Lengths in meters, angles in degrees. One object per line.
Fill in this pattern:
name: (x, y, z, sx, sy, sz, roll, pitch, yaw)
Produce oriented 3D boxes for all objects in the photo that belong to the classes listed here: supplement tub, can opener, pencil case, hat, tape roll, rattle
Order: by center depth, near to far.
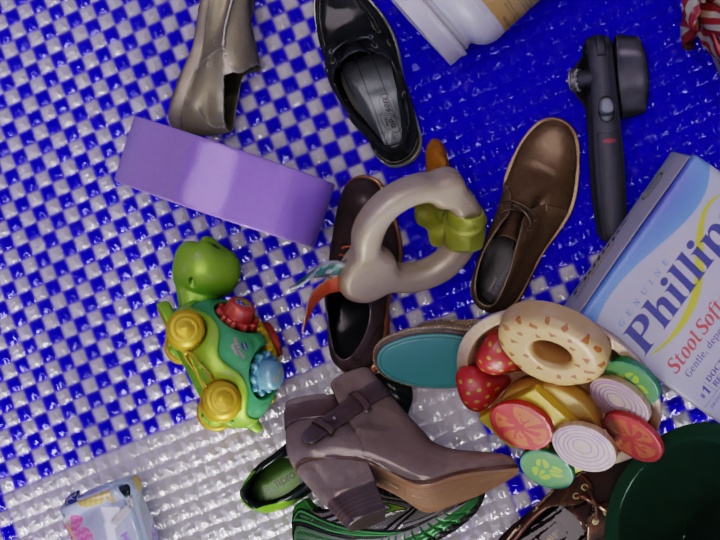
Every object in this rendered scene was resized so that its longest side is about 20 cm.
hat: (0.334, 0.252, 1.295, 0.200, 0.176, 0.166, -38, 40, 33)
supplement tub: (0.118, -0.304, 1.334, 0.200, 0.144, 0.144, -42, 82, 7)
rattle: (0.007, -0.041, 1.337, 0.200, 0.130, 0.143, -33, 58, 6)
tape roll: (-0.128, -0.084, 1.347, 0.200, 0.200, 0.066, 19, 93, 11)
can opener: (0.234, -0.125, 1.348, 0.078, 0.063, 0.201, 0, 88, 10)
pencil case: (-0.224, 0.304, 1.416, 0.091, 0.083, 0.201, -24, 85, 32)

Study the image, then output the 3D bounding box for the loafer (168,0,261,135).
loafer: (-0.129, -0.224, 1.419, 0.068, 0.076, 0.201, 21, 102, 9)

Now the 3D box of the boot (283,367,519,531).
boot: (0.030, 0.155, 1.327, 0.199, 0.070, 0.146, -12, 55, -22)

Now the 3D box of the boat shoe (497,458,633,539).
boat shoe: (0.206, 0.232, 1.343, 0.200, 0.070, 0.070, -43, 80, 6)

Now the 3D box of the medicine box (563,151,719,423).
medicine box: (0.318, 0.022, 1.291, 0.200, 0.103, 0.182, 34, 95, -4)

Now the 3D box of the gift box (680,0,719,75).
gift box: (0.379, -0.242, 1.263, 0.186, 0.185, 0.201, -21, 79, 8)

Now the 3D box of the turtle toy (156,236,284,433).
turtle toy: (-0.137, 0.065, 1.387, 0.101, 0.146, 0.200, -25, 85, -12)

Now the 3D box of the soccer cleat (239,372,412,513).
soccer cleat: (-0.032, 0.171, 1.382, 0.200, 0.081, 0.068, -39, 82, 5)

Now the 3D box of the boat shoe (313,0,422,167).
boat shoe: (0.002, -0.197, 1.393, 0.074, 0.066, 0.200, -18, 85, 10)

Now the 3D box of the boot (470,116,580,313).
boot: (0.158, -0.052, 1.357, 0.073, 0.075, 0.201, 21, 92, 12)

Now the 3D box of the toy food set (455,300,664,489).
toy food set: (0.178, 0.112, 1.279, 0.198, 0.049, 0.200, 42, 137, -11)

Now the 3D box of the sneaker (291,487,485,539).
sneaker: (0.024, 0.233, 1.374, 0.199, 0.078, 0.085, -17, 81, 8)

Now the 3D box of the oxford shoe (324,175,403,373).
oxford shoe: (0.000, 0.000, 1.379, 0.071, 0.073, 0.201, -3, 78, 13)

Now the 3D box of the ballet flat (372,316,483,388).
ballet flat: (0.111, 0.073, 1.364, 0.199, 0.065, 0.071, 0, 117, 0)
